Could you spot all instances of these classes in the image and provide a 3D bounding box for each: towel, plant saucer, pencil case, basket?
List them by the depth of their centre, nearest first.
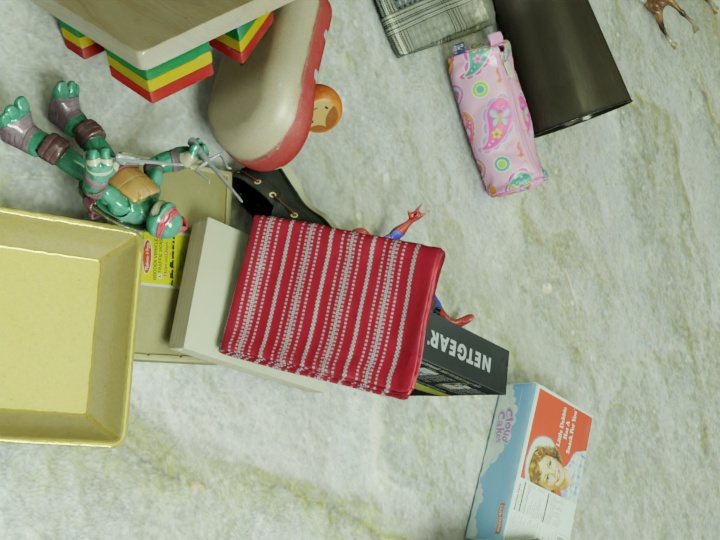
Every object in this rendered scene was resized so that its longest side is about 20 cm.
[{"bbox_3d":[-0.299,0.050,0.859,0.200,0.048,0.201,9,77,-32],"label":"plant saucer"},{"bbox_3d":[-0.028,0.030,0.918,0.022,0.199,0.145,39,64,-69],"label":"towel"},{"bbox_3d":[0.083,-0.381,1.238,0.200,0.035,0.193,-29,101,-38],"label":"towel"},{"bbox_3d":[0.175,-0.195,1.249,0.087,0.087,0.201,-20,96,-38],"label":"pencil case"},{"bbox_3d":[0.259,-0.292,1.303,0.180,0.136,0.200,-23,93,-52],"label":"basket"}]

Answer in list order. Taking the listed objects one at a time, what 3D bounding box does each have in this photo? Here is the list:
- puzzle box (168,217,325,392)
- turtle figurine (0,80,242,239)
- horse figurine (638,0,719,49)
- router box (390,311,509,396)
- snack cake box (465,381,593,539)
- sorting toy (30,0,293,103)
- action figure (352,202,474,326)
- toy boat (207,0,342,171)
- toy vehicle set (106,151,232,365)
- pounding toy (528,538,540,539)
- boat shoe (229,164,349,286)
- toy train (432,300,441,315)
[{"bbox_3d":[-0.101,0.041,1.009,0.200,0.025,0.133,26,65,-45],"label":"puzzle box"},{"bbox_3d":[-0.215,-0.089,0.879,0.200,0.101,0.150,34,17,8],"label":"turtle figurine"},{"bbox_3d":[0.504,-0.441,1.559,0.200,0.050,0.133,-40,90,-27],"label":"horse figurine"},{"bbox_3d":[0.038,0.085,1.027,0.200,0.157,0.052,27,65,-47],"label":"router box"},{"bbox_3d":[0.212,0.253,1.221,0.115,0.067,0.200,30,66,-29],"label":"snack cake box"},{"bbox_3d":[-0.177,-0.248,0.933,0.199,0.200,0.070,-34,140,-29],"label":"sorting toy"},{"bbox_3d":[0.076,0.004,1.133,0.200,0.099,0.065,39,35,-24],"label":"action figure"},{"bbox_3d":[-0.071,-0.188,1.020,0.131,0.130,0.200,33,55,-36],"label":"toy boat"},{"bbox_3d":[-0.190,-0.009,0.972,0.124,0.026,0.201,9,78,-37],"label":"toy vehicle set"},{"bbox_3d":[0.135,0.403,1.078,0.184,0.142,0.200,12,107,-55],"label":"pounding toy"},{"bbox_3d":[-0.065,-0.039,0.996,0.063,0.074,0.201,-27,58,-20],"label":"boat shoe"},{"bbox_3d":[0.000,0.000,1.078,0.200,0.046,0.034,32,59,-7],"label":"toy train"}]
